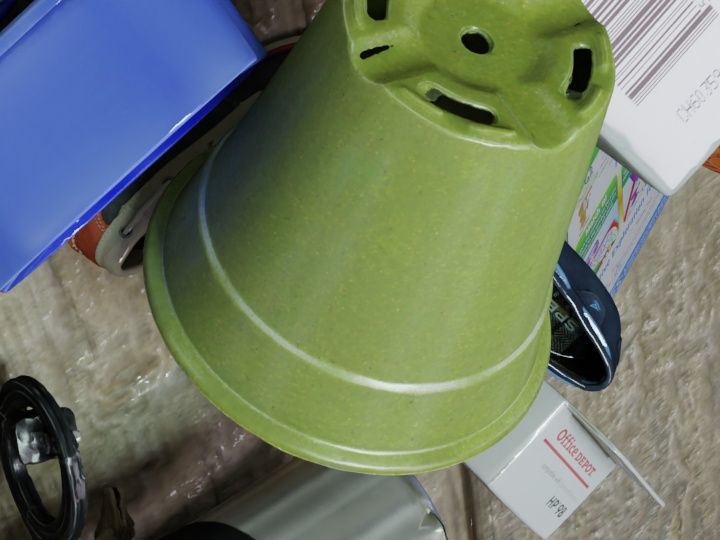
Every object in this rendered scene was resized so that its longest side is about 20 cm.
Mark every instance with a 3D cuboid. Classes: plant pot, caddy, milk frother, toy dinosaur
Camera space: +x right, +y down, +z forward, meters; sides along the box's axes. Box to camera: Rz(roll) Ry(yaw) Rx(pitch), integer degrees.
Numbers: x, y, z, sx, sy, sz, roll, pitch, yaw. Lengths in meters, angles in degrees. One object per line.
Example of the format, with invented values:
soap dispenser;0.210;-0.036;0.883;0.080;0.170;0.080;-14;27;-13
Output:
plant pot;0.021;-0.044;1.094;0.200;0.200;0.190;-25;155;-34
caddy;-0.134;-0.076;1.058;0.200;0.105;0.141;-42;-176;5
milk frother;-0.081;0.130;1.306;0.188;0.180;0.200;-29;124;-45
toy dinosaur;-0.191;0.210;1.390;0.200;0.058;0.101;-53;151;9

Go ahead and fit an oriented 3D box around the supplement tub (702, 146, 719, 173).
supplement tub;0.258;-0.148;1.413;0.122;0.122;0.200;25;81;-59

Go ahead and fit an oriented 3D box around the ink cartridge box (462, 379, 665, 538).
ink cartridge box;0.074;0.079;1.432;0.067;0.200;0.116;-45;150;-1

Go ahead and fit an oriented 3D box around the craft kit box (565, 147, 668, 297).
craft kit box;0.144;-0.079;1.423;0.200;0.048;0.198;-58;160;-29

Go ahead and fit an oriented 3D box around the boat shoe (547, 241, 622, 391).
boat shoe;0.070;-0.011;1.306;0.200;0.069;0.084;32;113;-21

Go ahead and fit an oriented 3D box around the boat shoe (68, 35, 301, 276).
boat shoe;-0.064;-0.057;1.234;0.200;0.063;0.071;-28;143;-33

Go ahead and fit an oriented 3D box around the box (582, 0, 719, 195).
box;0.129;-0.181;1.200;0.200;0.131;0.199;-49;126;2
